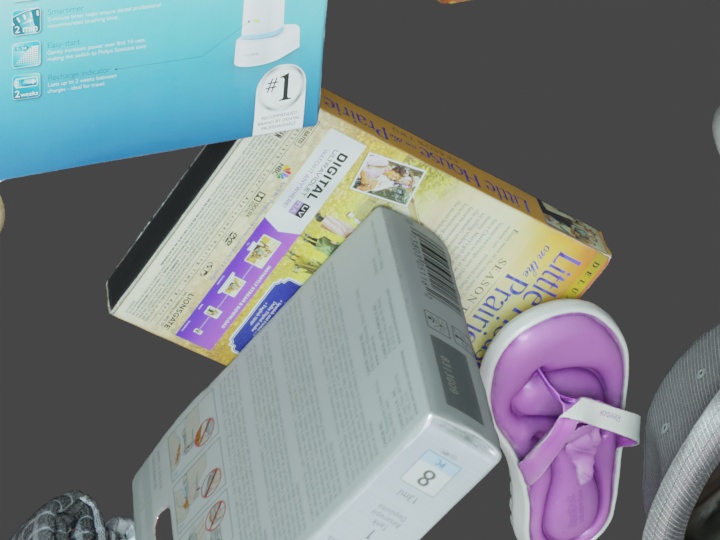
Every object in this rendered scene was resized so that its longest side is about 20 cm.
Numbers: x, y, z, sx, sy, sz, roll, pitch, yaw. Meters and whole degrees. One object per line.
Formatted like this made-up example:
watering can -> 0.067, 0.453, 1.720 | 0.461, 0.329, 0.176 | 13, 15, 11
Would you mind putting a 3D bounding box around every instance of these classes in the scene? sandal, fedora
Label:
sandal -> 0.110, 0.087, 1.173 | 0.082, 0.050, 0.203 | -30, 142, -11
fedora -> 0.202, 0.097, 1.186 | 0.176, 0.090, 0.200 | 9, 113, -33

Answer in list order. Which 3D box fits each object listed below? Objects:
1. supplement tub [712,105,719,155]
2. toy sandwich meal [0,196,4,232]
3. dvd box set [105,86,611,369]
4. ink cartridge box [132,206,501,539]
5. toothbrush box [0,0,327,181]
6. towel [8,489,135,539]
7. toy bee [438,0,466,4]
supplement tub -> 0.276, -0.064, 1.057 | 0.200, 0.145, 0.144 | -32, 126, 12
toy sandwich meal -> -0.243, -0.055, 0.963 | 0.204, 0.070, 0.205 | 4, 156, 2
dvd box set -> 0.000, 0.000, 1.117 | 0.200, 0.029, 0.146 | 25, 118, -26
ink cartridge box -> -0.026, 0.089, 1.058 | 0.047, 0.160, 0.200 | 30, 116, -27
toothbrush box -> -0.091, -0.150, 0.933 | 0.146, 0.085, 0.200 | -12, 131, -21
towel -> -0.168, 0.227, 1.147 | 0.085, 0.200, 0.166 | 32, 114, -29
toy bee -> 0.043, -0.180, 0.939 | 0.131, 0.109, 0.200 | -28, 130, 4
